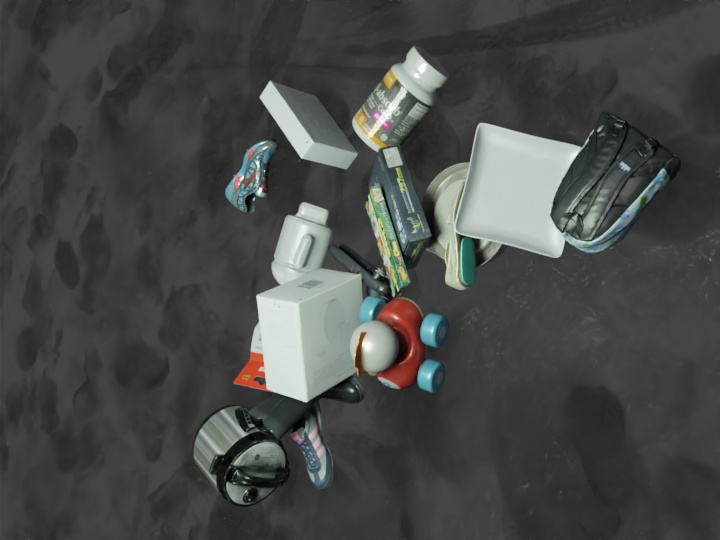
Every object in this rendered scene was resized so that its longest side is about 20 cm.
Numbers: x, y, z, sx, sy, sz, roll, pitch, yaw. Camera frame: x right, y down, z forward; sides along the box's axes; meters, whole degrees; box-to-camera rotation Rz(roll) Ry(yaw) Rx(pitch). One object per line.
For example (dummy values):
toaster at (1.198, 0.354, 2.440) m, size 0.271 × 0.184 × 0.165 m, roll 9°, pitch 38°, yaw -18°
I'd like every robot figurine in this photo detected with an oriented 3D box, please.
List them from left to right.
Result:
robot figurine at (-0.126, -0.043, 1.746) m, size 0.110 × 0.170 × 0.205 m, roll 17°, pitch 91°, yaw -2°

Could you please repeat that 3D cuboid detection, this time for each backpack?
backpack at (0.406, -0.127, 1.333) m, size 0.162 × 0.154 × 0.201 m, roll 38°, pitch 88°, yaw 28°

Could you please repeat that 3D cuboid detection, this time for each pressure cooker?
pressure cooker at (-0.254, 0.413, 1.765) m, size 0.199 × 0.174 × 0.182 m, roll 32°, pitch 144°, yaw 47°

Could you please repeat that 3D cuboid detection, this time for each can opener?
can opener at (0.000, 0.000, 1.681) m, size 0.199 × 0.063 × 0.080 m, roll 41°, pitch 111°, yaw 33°

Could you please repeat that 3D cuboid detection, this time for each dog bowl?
dog bowl at (0.207, -0.099, 1.528) m, size 0.197 × 0.058 × 0.206 m, roll -4°, pitch 84°, yaw 39°

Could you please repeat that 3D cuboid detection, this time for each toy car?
toy car at (0.040, 0.157, 1.531) m, size 0.182 × 0.198 × 0.181 m, roll 15°, pitch 111°, yaw 36°

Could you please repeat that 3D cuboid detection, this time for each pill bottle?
pill bottle at (0.081, -0.340, 1.615) m, size 0.201 × 0.115 × 0.117 m, roll -50°, pitch 59°, yaw 24°

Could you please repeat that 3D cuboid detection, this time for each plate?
plate at (0.281, -0.141, 1.432) m, size 0.195 × 0.032 × 0.204 m, roll 13°, pitch 86°, yaw 4°

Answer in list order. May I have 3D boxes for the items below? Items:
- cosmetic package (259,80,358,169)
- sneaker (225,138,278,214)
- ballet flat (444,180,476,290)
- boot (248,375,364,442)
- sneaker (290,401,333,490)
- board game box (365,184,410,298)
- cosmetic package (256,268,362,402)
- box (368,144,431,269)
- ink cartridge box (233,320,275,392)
cosmetic package at (-0.112, -0.314, 1.745) m, size 0.052 × 0.149 × 0.202 m, roll -47°, pitch 59°, yaw 24°
sneaker at (-0.236, -0.218, 1.894) m, size 0.096 × 0.079 × 0.201 m, roll 49°, pitch 123°, yaw 20°
ballet flat at (0.179, -0.068, 1.473) m, size 0.062 × 0.066 × 0.205 m, roll 2°, pitch 86°, yaw 53°
boot at (-0.111, 0.279, 1.659) m, size 0.163 × 0.198 × 0.067 m, roll 16°, pitch 129°, yaw 44°
sneaker at (-0.116, 0.372, 1.727) m, size 0.069 × 0.081 × 0.204 m, roll -28°, pitch 69°, yaw 33°
board game box at (0.052, -0.055, 1.583) m, size 0.105 × 0.023 × 0.204 m, roll 117°, pitch 138°, yaw -72°
cosmetic package at (-0.094, 0.124, 1.625) m, size 0.121 × 0.198 × 0.205 m, roll 8°, pitch 110°, yaw 38°
box at (0.074, -0.120, 1.587) m, size 0.158 × 0.050 × 0.204 m, roll 108°, pitch 147°, yaw -68°
ink cartridge box at (-0.180, 0.165, 1.749) m, size 0.157 × 0.048 × 0.202 m, roll 4°, pitch 47°, yaw 38°
